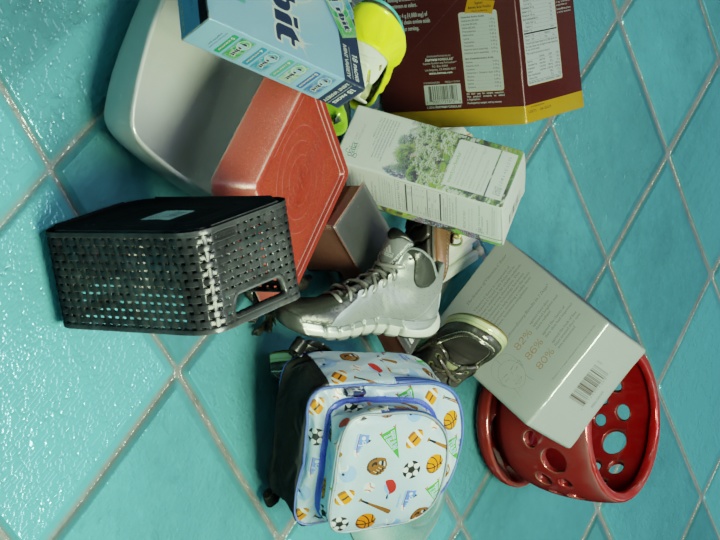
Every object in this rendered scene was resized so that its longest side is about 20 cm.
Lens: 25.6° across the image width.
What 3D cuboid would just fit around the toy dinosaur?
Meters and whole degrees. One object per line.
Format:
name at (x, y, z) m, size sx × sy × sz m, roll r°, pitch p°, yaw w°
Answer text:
toy dinosaur at (-0.104, 0.017, 1.637) m, size 0.200 × 0.047 × 0.089 m, roll 29°, pitch 62°, yaw -53°

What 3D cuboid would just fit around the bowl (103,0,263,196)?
bowl at (-0.163, -0.175, 1.530) m, size 0.200 × 0.074 × 0.201 m, roll 37°, pitch 63°, yaw -47°

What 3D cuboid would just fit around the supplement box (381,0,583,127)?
supplement box at (0.131, -0.273, 1.814) m, size 0.133 × 0.197 × 0.201 m, roll -20°, pitch 107°, yaw -51°

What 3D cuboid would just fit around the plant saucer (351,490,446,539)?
plant saucer at (0.054, 0.246, 1.854) m, size 0.201 × 0.039 × 0.202 m, roll -2°, pitch 92°, yaw -52°

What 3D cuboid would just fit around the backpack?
backpack at (0.014, 0.172, 1.631) m, size 0.190 × 0.154 × 0.201 m, roll -7°, pitch 122°, yaw -32°

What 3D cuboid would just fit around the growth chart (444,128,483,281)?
growth chart at (0.106, -0.088, 1.934) m, size 0.144 × 0.018 × 0.201 m, roll -18°, pitch 105°, yaw -51°

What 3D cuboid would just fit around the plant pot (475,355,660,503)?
plant pot at (0.257, 0.185, 2.001) m, size 0.200 × 0.182 × 0.202 m, roll -3°, pitch 94°, yaw -54°

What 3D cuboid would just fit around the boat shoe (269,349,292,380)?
boat shoe at (-0.029, 0.134, 1.713) m, size 0.200 × 0.073 × 0.065 m, roll 27°, pitch 65°, yaw -49°

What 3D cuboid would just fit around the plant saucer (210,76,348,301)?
plant saucer at (-0.070, -0.093, 1.575) m, size 0.200 × 0.037 × 0.200 m, roll 70°, pitch 36°, yaw -49°

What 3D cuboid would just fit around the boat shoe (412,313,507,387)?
boat shoe at (0.102, 0.100, 1.789) m, size 0.073 × 0.200 × 0.065 m, roll 34°, pitch 68°, yaw -8°

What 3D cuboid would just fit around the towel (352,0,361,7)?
towel at (-0.043, -0.371, 1.671) m, size 0.200 × 0.034 × 0.193 m, roll 57°, pitch 36°, yaw -26°

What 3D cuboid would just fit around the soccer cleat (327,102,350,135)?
soccer cleat at (-0.052, -0.239, 1.685) m, size 0.081 × 0.067 × 0.201 m, roll -52°, pitch 127°, yaw -42°

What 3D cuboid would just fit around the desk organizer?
desk organizer at (0.000, 0.000, 1.745) m, size 0.072 × 0.077 × 0.200 m, roll -57°, pitch 133°, yaw -34°

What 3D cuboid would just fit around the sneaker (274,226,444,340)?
sneaker at (0.005, 0.008, 1.653) m, size 0.199 × 0.075 × 0.116 m, roll 1°, pitch 111°, yaw -35°

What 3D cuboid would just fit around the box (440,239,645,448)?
box at (0.207, 0.084, 1.883) m, size 0.152 × 0.200 × 0.106 m, roll -52°, pitch 139°, yaw 6°

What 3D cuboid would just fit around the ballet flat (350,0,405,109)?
ballet flat at (0.008, -0.223, 1.700) m, size 0.200 × 0.067 × 0.067 m, roll 102°, pitch 13°, yaw -76°

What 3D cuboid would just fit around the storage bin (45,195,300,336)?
storage bin at (-0.168, -0.008, 1.420) m, size 0.135 × 0.199 × 0.094 m, roll -24°, pitch 109°, yaw -50°

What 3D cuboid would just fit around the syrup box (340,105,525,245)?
syrup box at (0.074, -0.105, 1.735) m, size 0.082 × 0.199 × 0.079 m, roll 81°, pitch 29°, yaw -59°

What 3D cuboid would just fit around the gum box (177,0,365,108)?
gum box at (-0.089, -0.264, 1.509) m, size 0.199 × 0.044 × 0.171 m, roll 18°, pitch 53°, yaw -42°

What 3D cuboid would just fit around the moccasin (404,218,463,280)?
moccasin at (0.094, -0.068, 1.819) m, size 0.077 × 0.074 × 0.202 m, roll 21°, pitch 45°, yaw -19°
